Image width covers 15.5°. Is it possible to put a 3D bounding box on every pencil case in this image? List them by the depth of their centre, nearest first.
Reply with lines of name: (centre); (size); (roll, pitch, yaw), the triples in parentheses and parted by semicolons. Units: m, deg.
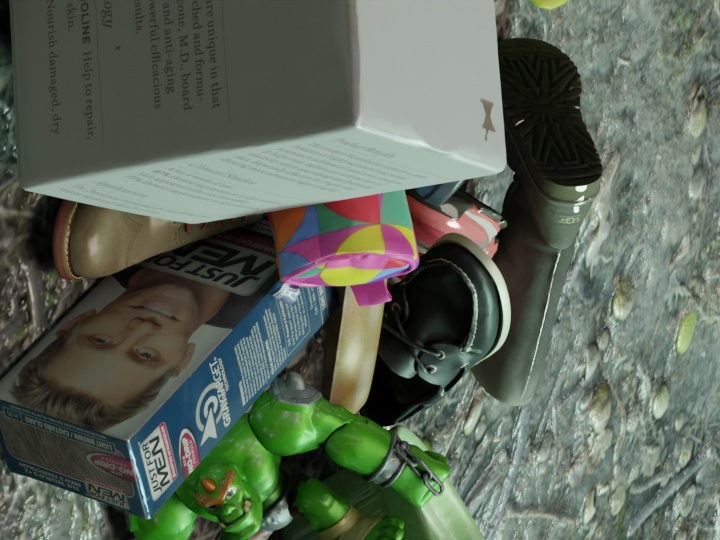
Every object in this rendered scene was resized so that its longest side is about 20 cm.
pencil case: (-0.021, -0.083, 1.471); (0.088, 0.088, 0.201); (13, 66, -61)

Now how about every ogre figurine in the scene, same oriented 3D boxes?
ogre figurine: (-0.060, 0.140, 1.567); (0.120, 0.199, 0.098); (49, 34, -21)

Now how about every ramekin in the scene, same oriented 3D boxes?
ramekin: (0.030, 0.211, 1.718); (0.097, 0.201, 0.200); (-29, 148, 8)

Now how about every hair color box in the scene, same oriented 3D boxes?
hair color box: (-0.107, 0.043, 1.485); (0.200, 0.100, 0.061); (-49, 142, -39)

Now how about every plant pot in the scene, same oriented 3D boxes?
plant pot: (0.000, 0.000, 1.620); (0.200, 0.027, 0.201); (-174, -90, -87)

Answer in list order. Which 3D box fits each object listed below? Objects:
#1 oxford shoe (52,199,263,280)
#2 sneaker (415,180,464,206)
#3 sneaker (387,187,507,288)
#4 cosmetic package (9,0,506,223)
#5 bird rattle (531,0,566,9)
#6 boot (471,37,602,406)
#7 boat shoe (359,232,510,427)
oxford shoe: (-0.095, -0.049, 1.486); (0.200, 0.074, 0.071); (-41, 138, -45)
sneaker: (0.037, -0.106, 1.628); (0.066, 0.078, 0.200); (-46, -162, 22)
sneaker: (0.045, -0.008, 1.721); (0.087, 0.074, 0.200); (-56, 168, -6)
cosmetic package: (-0.052, -0.125, 1.350); (0.167, 0.199, 0.167); (13, 71, -62)
bird rattle: (0.082, -0.261, 1.709); (0.200, 0.112, 0.164); (37, 60, -46)
boot: (0.111, -0.035, 1.842); (0.182, 0.072, 0.201); (-98, -169, -45)
boat shoe: (0.037, 0.045, 1.672); (0.066, 0.075, 0.199); (-38, 173, -26)
